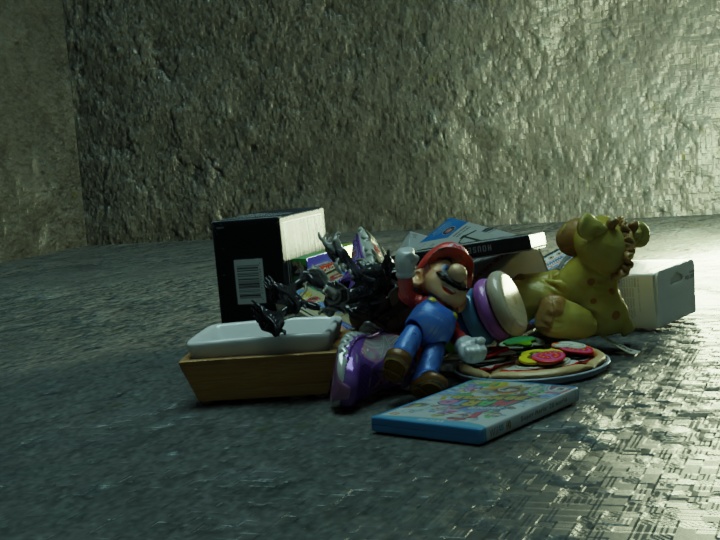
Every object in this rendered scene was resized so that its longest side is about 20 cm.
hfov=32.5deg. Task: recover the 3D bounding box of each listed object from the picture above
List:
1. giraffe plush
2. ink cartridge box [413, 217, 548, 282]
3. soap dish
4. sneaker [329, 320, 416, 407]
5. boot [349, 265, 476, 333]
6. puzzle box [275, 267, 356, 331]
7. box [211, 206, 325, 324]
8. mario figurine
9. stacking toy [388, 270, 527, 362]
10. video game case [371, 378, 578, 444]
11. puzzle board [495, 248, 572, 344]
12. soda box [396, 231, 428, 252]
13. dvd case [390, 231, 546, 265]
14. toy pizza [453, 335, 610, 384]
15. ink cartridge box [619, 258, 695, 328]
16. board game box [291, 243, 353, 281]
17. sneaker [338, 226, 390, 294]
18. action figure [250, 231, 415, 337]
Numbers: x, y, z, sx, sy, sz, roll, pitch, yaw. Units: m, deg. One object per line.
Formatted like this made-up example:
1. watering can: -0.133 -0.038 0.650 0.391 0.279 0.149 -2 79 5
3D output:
1. giraffe plush: 0.297 -0.001 1.629 0.198 0.165 0.172 19 15 24
2. ink cartridge box: 0.160 0.008 1.816 0.146 0.085 0.199 -38 29 -23
3. soap dish: -0.115 0.112 1.560 0.197 0.083 0.157 -4 7 6
4. sneaker: 0.021 0.116 1.485 0.087 0.082 0.200 16 15 12
5. boot: 0.080 0.035 1.627 0.198 0.071 0.147 -27 -36 -3
6. puzzle box: -0.023 0.047 1.765 0.132 0.026 0.199 -27 27 -25
7. box: -0.135 0.010 1.946 0.121 0.204 0.198 -3 6 20
8. mario figurine: 0.092 0.043 1.463 0.105 0.124 0.202 -4 48 30
9. stacking toy: 0.110 0.077 1.576 0.198 0.086 0.085 -26 -2 23
10. video game case: 0.126 0.149 1.334 0.142 0.018 0.199 1 9 39
11. puzzle board: 0.261 0.027 1.807 0.198 0.018 0.151 -27 28 -3
12. soda box: 0.158 0.001 2.039 0.197 0.064 0.068 15 -32 -14
13. dvd case: 0.146 -0.026 1.685 0.197 0.025 0.150 -9 1 17
14. toy pizza: 0.214 0.109 1.554 0.197 0.032 0.200 -5 6 1
15. ink cartridge box: 0.384 0.034 1.855 0.198 0.084 0.146 -1 8 39
16. board game box: -0.049 0.036 1.944 0.029 0.137 0.200 -2 7 23
17. sneaker: 0.000 0.000 1.735 0.083 0.081 0.200 -38 12 9
18. action figure: -0.033 0.012 1.508 0.198 0.120 0.103 -15 56 -32
